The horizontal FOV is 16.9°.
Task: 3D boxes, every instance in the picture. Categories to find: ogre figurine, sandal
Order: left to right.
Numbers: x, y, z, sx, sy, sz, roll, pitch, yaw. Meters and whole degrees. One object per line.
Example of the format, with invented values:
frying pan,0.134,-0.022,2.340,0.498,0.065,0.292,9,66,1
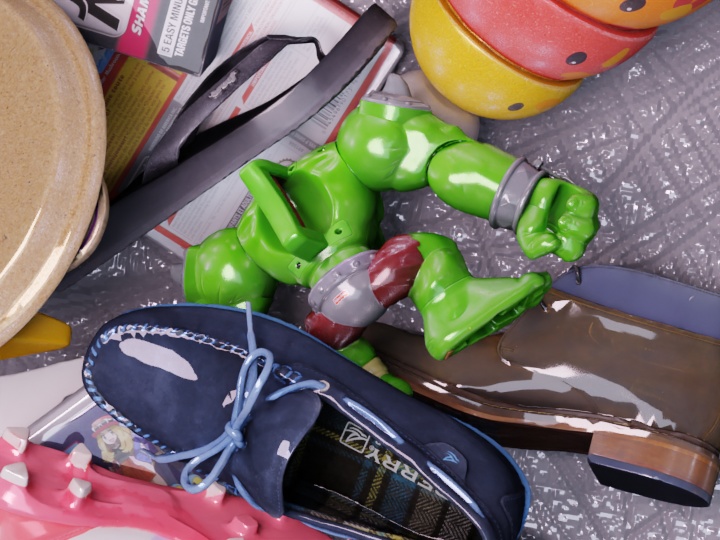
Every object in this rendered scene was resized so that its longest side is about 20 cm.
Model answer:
sandal,-0.071,-0.061,1.093,0.200,0.076,0.043,-34,96,10
ogre figurine,0.000,0.000,1.072,0.200,0.098,0.120,-45,75,33

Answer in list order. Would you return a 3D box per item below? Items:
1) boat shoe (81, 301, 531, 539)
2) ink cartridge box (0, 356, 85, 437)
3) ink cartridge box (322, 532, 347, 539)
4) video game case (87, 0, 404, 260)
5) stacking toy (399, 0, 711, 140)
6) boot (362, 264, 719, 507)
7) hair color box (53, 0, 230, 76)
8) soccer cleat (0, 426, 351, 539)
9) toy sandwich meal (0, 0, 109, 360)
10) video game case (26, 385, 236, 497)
boat shoe,-0.024,0.065,1.013,0.199,0.069,0.085,16,107,7
ink cartridge box,-0.123,0.130,1.142,0.117,0.067,0.201,-12,105,-26
ink cartridge box,0.021,0.194,1.162,0.199,0.050,0.162,22,87,-28
video game case,-0.099,-0.099,1.133,0.199,0.017,0.143,32,103,-5
stacking toy,0.072,-0.117,1.084,0.146,0.146,0.200,34,122,-5
boot,0.083,0.036,1.144,0.199,0.075,0.097,19,78,10
hair color box,-0.150,-0.165,1.080,0.199,0.061,0.100,17,104,0
soccer cleat,-0.083,0.130,1.046,0.199,0.067,0.077,20,117,-15
toy sandwich meal,-0.185,-0.034,1.042,0.204,0.070,0.206,-9,70,24
video game case,-0.129,0.169,1.075,0.200,0.023,0.183,-36,98,-6
